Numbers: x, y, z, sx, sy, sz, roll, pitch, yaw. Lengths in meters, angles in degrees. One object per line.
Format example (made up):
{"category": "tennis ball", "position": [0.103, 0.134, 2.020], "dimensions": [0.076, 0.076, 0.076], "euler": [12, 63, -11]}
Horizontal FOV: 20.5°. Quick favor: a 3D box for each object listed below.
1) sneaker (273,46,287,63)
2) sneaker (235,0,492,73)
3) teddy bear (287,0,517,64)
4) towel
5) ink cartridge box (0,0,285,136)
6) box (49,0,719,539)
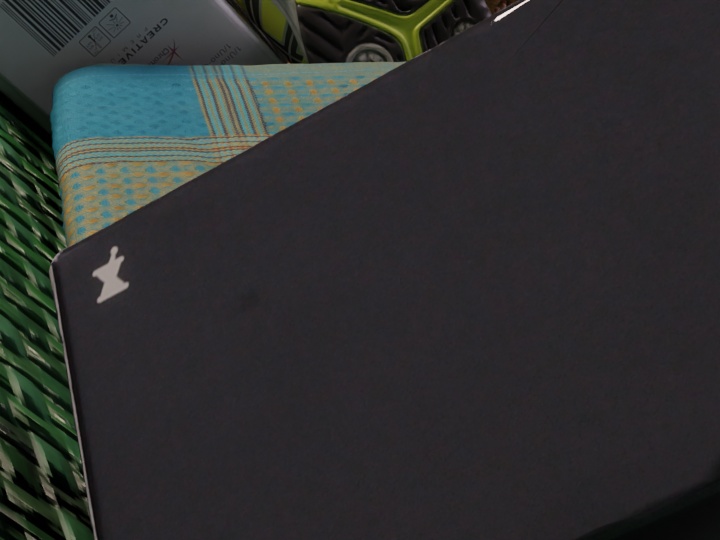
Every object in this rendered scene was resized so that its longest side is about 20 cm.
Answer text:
{"category": "sneaker", "position": [-0.032, -0.148, 1.085], "dimensions": [0.112, 0.199, 0.078], "euler": [-110, -157, -43]}
{"category": "sneaker", "position": [-0.008, -0.112, 0.787], "dimensions": [0.200, 0.075, 0.076], "euler": [55, -6, -6]}
{"category": "teddy bear", "position": [0.037, -0.138, 0.837], "dimensions": [0.067, 0.144, 0.201], "euler": [-87, 176, -55]}
{"category": "towel", "position": [-0.026, -0.024, 0.658], "dimensions": [0.146, 0.022, 0.200], "euler": [-1, 28, -10]}
{"category": "ink cartridge box", "position": [-0.102, -0.108, 0.839], "dimensions": [0.176, 0.084, 0.200], "euler": [44, 7, -34]}
{"category": "box", "position": [0.072, 0.040, 0.444], "dimensions": [0.198, 0.200, 0.124], "euler": [38, 30, -50]}
